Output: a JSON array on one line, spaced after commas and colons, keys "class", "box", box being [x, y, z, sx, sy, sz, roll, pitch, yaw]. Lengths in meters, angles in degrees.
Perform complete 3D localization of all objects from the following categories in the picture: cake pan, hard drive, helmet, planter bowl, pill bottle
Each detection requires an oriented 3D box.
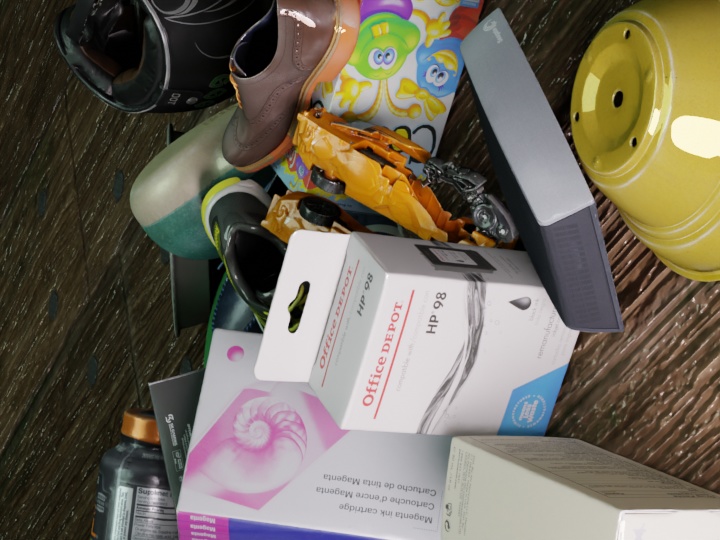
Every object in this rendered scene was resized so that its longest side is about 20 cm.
[{"class": "cake pan", "box": [-0.160, -0.038, 1.788, 0.200, 0.036, 0.203, 178, 90, -86]}, {"class": "hard drive", "box": [0.114, -0.062, 1.229, 0.201, 0.042, 0.135, -109, -1, -45]}, {"class": "helmet", "box": [-0.169, -0.248, 1.751, 0.199, 0.190, 0.202, 22, 128, 32]}, {"class": "planter bowl", "box": [0.182, -0.098, 1.129, 0.200, 0.083, 0.203, -23, 64, 61]}, {"class": "pill bottle", "box": [-0.204, 0.236, 1.819, 0.106, 0.105, 0.202, 13, 96, 63]}]

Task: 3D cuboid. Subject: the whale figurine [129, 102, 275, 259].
[{"class": "whale figurine", "box": [-0.102, -0.087, 1.642, 0.104, 0.199, 0.159, 55, 170, -12]}]

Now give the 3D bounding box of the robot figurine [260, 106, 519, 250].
[{"class": "robot figurine", "box": [0.028, -0.031, 1.371, 0.199, 0.058, 0.146, 31, 118, 20]}]

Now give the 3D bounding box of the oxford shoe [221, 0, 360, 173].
[{"class": "oxford shoe", "box": [-0.073, -0.146, 1.431, 0.200, 0.072, 0.072, -54, 40, 46]}]

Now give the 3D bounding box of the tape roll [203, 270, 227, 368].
[{"class": "tape roll", "box": [-0.079, 0.080, 1.661, 0.200, 0.048, 0.203, -22, 65, 61]}]

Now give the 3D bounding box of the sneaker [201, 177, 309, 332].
[{"class": "sneaker", "box": [-0.061, 0.023, 1.492, 0.074, 0.200, 0.085, -35, 22, 8]}]

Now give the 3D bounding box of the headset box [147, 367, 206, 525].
[{"class": "headset box", "box": [-0.100, 0.163, 1.471, 0.200, 0.076, 0.150, 64, -168, -75]}]

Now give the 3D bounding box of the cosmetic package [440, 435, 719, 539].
[{"class": "cosmetic package", "box": [0.140, 0.155, 1.145, 0.200, 0.104, 0.072, -162, 78, -65]}]

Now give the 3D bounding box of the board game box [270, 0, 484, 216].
[{"class": "board game box", "box": [0.008, -0.156, 1.469, 0.105, 0.102, 0.202, 50, 129, 55]}]

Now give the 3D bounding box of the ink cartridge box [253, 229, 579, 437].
[{"class": "ink cartridge box", "box": [0.041, 0.045, 1.256, 0.067, 0.198, 0.117, 48, 128, 55]}]

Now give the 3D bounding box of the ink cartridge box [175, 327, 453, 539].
[{"class": "ink cartridge box", "box": [-0.027, 0.147, 1.342, 0.043, 0.194, 0.202, 85, -168, -62]}]

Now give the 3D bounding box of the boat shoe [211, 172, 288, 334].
[{"class": "boat shoe", "box": [-0.078, -0.031, 1.574, 0.084, 0.069, 0.202, 13, 75, 32]}]

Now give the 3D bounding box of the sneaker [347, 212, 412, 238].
[{"class": "sneaker", "box": [0.000, 0.000, 1.476, 0.200, 0.084, 0.075, 59, 136, 51]}]
